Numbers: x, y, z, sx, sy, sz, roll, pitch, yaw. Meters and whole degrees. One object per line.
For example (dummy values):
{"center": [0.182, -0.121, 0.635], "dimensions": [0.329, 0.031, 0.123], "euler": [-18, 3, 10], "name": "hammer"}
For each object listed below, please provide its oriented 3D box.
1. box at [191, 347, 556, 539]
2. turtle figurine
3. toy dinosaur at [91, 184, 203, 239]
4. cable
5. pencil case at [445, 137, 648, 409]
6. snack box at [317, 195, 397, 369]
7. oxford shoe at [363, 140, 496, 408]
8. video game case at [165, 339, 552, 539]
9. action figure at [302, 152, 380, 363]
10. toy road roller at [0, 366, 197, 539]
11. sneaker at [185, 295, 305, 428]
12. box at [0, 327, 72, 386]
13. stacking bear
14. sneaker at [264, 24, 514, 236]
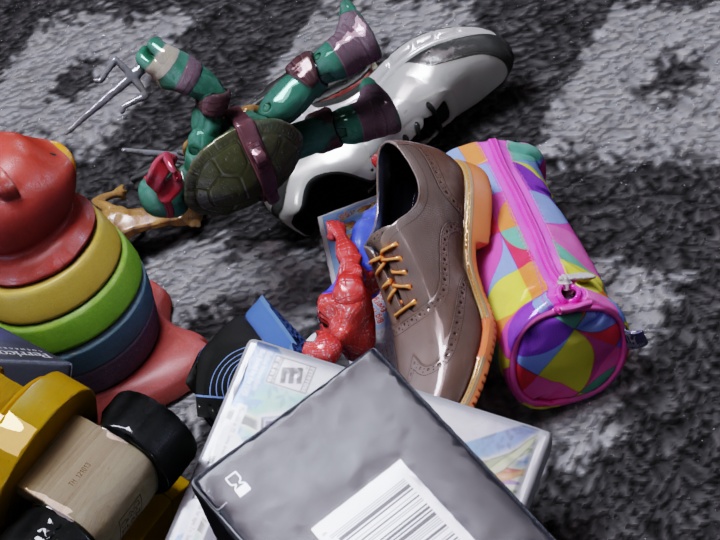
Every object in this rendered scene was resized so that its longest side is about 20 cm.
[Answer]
{"center": [0.035, 0.176, 1.290], "dimensions": [0.117, 0.200, 0.197], "euler": [-37, 61, -12], "name": "box"}
{"center": [-0.078, -0.085, 1.664], "dimensions": [0.200, 0.150, 0.101], "euler": [-25, 62, -9], "name": "turtle figurine"}
{"center": [-0.204, -0.012, 1.799], "dimensions": [0.200, 0.060, 0.106], "euler": [-34, 40, -9], "name": "toy dinosaur"}
{"center": [-0.059, -0.098, 1.801], "dimensions": [0.200, 0.050, 0.097], "euler": [-36, 13, -18], "name": "cable"}
{"center": [0.101, -0.003, 1.595], "dimensions": [0.088, 0.088, 0.200], "euler": [-26, 38, 1], "name": "pencil case"}
{"center": [0.022, 0.020, 1.661], "dimensions": [0.072, 0.024, 0.200], "euler": [-21, 38, 6], "name": "snack box"}
{"center": [0.031, 0.013, 1.537], "dimensions": [0.071, 0.073, 0.200], "euler": [-35, 41, 38], "name": "oxford shoe"}
{"center": [-0.013, 0.152, 1.439], "dimensions": [0.182, 0.022, 0.200], "euler": [17, 68, 13], "name": "video game case"}
{"center": [0.000, 0.000, 1.600], "dimensions": [0.052, 0.065, 0.200], "euler": [2, 31, 13], "name": "action figure"}
{"center": [-0.183, 0.133, 1.490], "dimensions": [0.146, 0.200, 0.123], "euler": [29, 59, 15], "name": "toy road roller"}
{"center": [-0.055, 0.080, 1.585], "dimensions": [0.078, 0.070, 0.200], "euler": [-43, 19, 2], "name": "sneaker"}
{"center": [-0.309, 0.083, 1.595], "dimensions": [0.200, 0.123, 0.198], "euler": [4, 11, -34], "name": "box"}
{"center": [-0.193, -0.005, 1.670], "dimensions": [0.114, 0.200, 0.121], "euler": [-33, 39, -9], "name": "stacking bear"}
{"center": [0.020, -0.090, 1.766], "dimensions": [0.200, 0.074, 0.080], "euler": [-31, 52, 2], "name": "sneaker"}
